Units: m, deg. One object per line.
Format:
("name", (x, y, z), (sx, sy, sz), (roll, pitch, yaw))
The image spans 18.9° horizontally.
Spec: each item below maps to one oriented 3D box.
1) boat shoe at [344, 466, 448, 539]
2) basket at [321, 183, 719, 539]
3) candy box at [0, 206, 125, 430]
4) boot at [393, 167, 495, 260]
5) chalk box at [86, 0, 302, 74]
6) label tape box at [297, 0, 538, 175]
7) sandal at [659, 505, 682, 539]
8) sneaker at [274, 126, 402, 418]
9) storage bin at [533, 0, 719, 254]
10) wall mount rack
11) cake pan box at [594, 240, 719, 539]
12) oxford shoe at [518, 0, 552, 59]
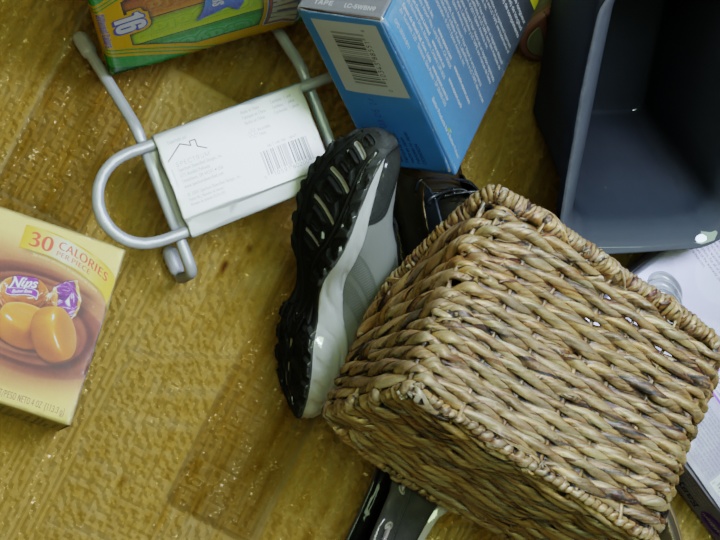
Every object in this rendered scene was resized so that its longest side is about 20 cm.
("boat shoe", (0.003, 0.176, 1.351), (0.057, 0.067, 0.200), (36, 69, -13))
("basket", (0.096, 0.068, 1.305), (0.200, 0.143, 0.149), (32, 66, -18))
("candy box", (-0.256, 0.012, 1.316), (0.200, 0.056, 0.117), (20, 78, -12))
("boot", (0.056, -0.051, 1.375), (0.075, 0.097, 0.200), (-6, 85, -30))
("chalk box", (-0.080, -0.222, 1.324), (0.200, 0.124, 0.124), (-16, 68, -3))
("label tape box", (0.050, -0.182, 1.328), (0.063, 0.144, 0.200), (10, 58, 29))
("sandal", (0.163, 0.129, 1.403), (0.054, 0.080, 0.200), (-8, 73, -51))
("sneaker", (0.000, 0.000, 1.339), (0.079, 0.074, 0.200), (-3, 124, -22))
("storage bin", (0.185, -0.132, 1.369), (0.145, 0.134, 0.200), (-4, 127, -14))
("wall mount rack", (-0.090, -0.093, 1.366), (0.200, 0.075, 0.174), (-21, 92, -16))
("cake pan box", (0.261, 0.058, 1.441), (0.184, 0.052, 0.200), (-38, 92, -14))
("oxford shoe", (0.175, -0.215, 1.460), (0.200, 0.071, 0.074), (-34, 61, -12))
